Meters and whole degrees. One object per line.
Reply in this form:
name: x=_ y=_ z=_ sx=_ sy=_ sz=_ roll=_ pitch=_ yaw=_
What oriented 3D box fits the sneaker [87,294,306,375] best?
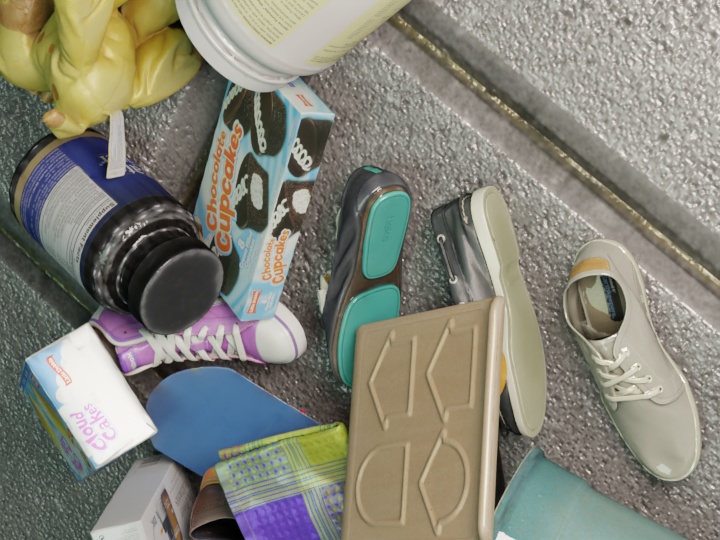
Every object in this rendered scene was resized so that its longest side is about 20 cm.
sneaker: x=-0.150 y=0.064 z=1.445 sx=0.200 sy=0.114 sz=0.073 roll=14 pitch=133 yaw=31

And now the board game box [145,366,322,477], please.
board game box: x=-0.093 y=0.144 z=1.479 sx=0.199 sy=0.039 sz=0.158 roll=32 pitch=136 yaw=-9

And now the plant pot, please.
plant pot: x=0.189 y=0.266 z=1.278 sx=0.195 sy=0.200 sz=0.201 roll=21 pitch=117 yaw=15

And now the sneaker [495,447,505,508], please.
sneaker: x=0.049 y=0.161 z=1.379 sx=0.120 sy=0.084 sz=0.201 roll=-3 pitch=98 yaw=28

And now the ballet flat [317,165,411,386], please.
ballet flat: x=0.000 y=0.000 z=1.371 sx=0.073 sy=0.073 sz=0.201 roll=24 pitch=125 yaw=23

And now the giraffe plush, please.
giraffe plush: x=-0.245 y=-0.198 z=1.397 sx=0.162 sy=0.172 sz=0.201 roll=23 pitch=101 yaw=36

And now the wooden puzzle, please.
wooden puzzle: x=0.055 y=0.125 z=1.265 sx=0.200 sy=0.046 sz=0.186 roll=-17 pitch=64 yaw=55

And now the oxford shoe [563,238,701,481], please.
oxford shoe: x=0.206 y=0.075 z=1.269 sx=0.075 sy=0.058 sz=0.201 roll=-15 pitch=100 yaw=32

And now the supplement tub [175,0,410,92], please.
supplement tub: x=-0.034 y=-0.240 z=1.251 sx=0.200 sy=0.145 sz=0.145 roll=-34 pitch=88 yaw=36

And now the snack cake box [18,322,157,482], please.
snack cake box: x=-0.253 y=0.125 z=1.503 sx=0.115 sy=0.067 sz=0.200 roll=58 pitch=163 yaw=2

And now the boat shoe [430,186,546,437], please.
boat shoe: x=0.097 y=0.037 z=1.309 sx=0.066 sy=0.074 sz=0.201 roll=-11 pitch=98 yaw=28

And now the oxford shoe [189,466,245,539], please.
oxford shoe: x=-0.057 y=0.228 z=1.460 sx=0.199 sy=0.073 sz=0.072 roll=4 pitch=134 yaw=20

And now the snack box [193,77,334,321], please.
snack box: x=-0.088 y=-0.072 z=1.383 sx=0.116 sy=0.037 sz=0.201 roll=48 pitch=130 yaw=43

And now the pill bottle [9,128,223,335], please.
pill bottle: x=-0.209 y=-0.032 z=1.424 sx=0.200 sy=0.111 sz=0.112 roll=39 pitch=125 yaw=35

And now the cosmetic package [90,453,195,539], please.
cosmetic package: x=-0.180 y=0.267 z=1.494 sx=0.051 sy=0.200 sz=0.152 roll=-13 pitch=101 yaw=6

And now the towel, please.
towel: x=-0.034 y=0.232 z=1.390 sx=0.143 sy=0.023 sz=0.201 roll=-16 pitch=99 yaw=27
